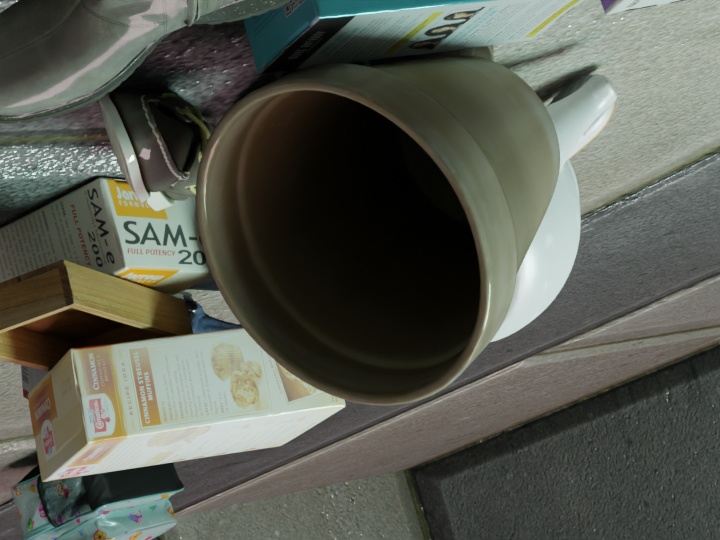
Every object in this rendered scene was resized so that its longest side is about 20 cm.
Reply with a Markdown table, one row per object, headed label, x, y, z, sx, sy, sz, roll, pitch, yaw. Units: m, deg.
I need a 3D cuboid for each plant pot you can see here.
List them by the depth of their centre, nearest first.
| label | x | y | z | sx | sy | sz | roll | pitch | yaw |
| --- | --- | --- | --- | --- | --- | --- | --- | --- | --- |
| plant pot | 0.029 | -0.047 | 1.240 | 0.200 | 0.201 | 0.173 | -26 | -172 | 40 |

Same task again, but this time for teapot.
| label | x | y | z | sx | sy | sz | roll | pitch | yaw |
| --- | --- | --- | --- | --- | --- | --- | --- | --- | --- |
| teapot | 0.091 | -0.049 | 1.560 | 0.199 | 0.198 | 0.146 | 13 | -146 | 37 |

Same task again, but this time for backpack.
| label | x | y | z | sx | sy | sz | roll | pitch | yaw |
| --- | --- | --- | --- | --- | --- | --- | --- | --- | --- |
| backpack | -0.343 | 0.294 | 2.653 | 0.199 | 0.154 | 0.175 | -17 | 177 | 38 |

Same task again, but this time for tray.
| label | x | y | z | sx | sy | sz | roll | pitch | yaw |
| --- | --- | --- | --- | --- | --- | --- | --- | --- | --- |
| tray | -0.206 | 0.037 | 1.489 | 0.098 | 0.037 | 0.200 | -19 | 165 | 15 |

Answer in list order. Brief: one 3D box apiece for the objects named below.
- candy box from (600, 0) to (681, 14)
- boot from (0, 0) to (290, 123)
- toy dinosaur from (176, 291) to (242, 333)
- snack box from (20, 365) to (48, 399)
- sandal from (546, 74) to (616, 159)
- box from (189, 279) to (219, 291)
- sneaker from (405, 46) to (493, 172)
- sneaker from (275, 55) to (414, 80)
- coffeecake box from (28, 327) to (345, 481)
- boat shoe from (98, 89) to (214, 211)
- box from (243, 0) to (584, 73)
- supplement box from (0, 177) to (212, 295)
| label | x | y | z | sx | sy | sz | roll | pitch | yaw |
| --- | --- | --- | --- | --- | --- | --- | --- | --- | --- |
| candy box | 0.245 | -0.221 | 1.170 | 0.199 | 0.072 | 0.168 | -12 | 168 | -24 |
| boot | -0.123 | -0.150 | 1.026 | 0.199 | 0.068 | 0.131 | -25 | 164 | 3 |
| toy dinosaur | -0.163 | 0.037 | 1.751 | 0.181 | 0.200 | 0.105 | -10 | 127 | -31 |
| snack box | -0.195 | 0.093 | 1.874 | 0.168 | 0.068 | 0.200 | -10 | -166 | -28 |
| sandal | 0.150 | -0.084 | 1.655 | 0.059 | 0.080 | 0.206 | 25 | 147 | -24 |
| box | -0.064 | -0.037 | 1.686 | 0.199 | 0.046 | 0.159 | -22 | 167 | 26 |
| sneaker | 0.023 | -0.080 | 1.387 | 0.070 | 0.076 | 0.200 | 25 | 130 | -5 |
| sneaker | -0.027 | -0.099 | 1.365 | 0.079 | 0.076 | 0.200 | -14 | 169 | -24 |
| coffeecake box | -0.134 | 0.097 | 1.558 | 0.199 | 0.073 | 0.153 | -7 | 167 | -23 |
| boat shoe | -0.122 | -0.081 | 1.324 | 0.060 | 0.072 | 0.202 | -18 | 175 | 1 |
| box | 0.036 | -0.162 | 1.209 | 0.199 | 0.049 | 0.082 | -10 | 168 | -31 |
| supplement box | -0.220 | 0.002 | 1.569 | 0.199 | 0.074 | 0.126 | -24 | 167 | 30 |
